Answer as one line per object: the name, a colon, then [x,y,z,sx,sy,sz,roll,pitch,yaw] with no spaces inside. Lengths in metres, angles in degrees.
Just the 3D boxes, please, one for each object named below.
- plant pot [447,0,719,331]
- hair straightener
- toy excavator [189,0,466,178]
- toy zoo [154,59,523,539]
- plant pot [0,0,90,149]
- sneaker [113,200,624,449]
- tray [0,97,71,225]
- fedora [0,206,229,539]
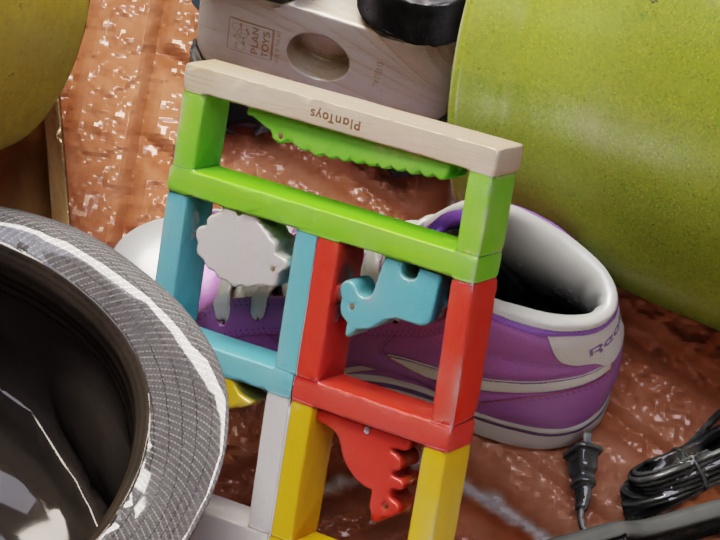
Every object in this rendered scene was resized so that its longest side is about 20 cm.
plant pot: [0.140,-0.062,1.040,0.192,0.201,0.201,11,62,18]
hair straightener: [0.106,0.086,1.031,0.199,0.041,0.077,-24,66,-13]
toy excavator: [-0.021,-0.157,1.137,0.194,0.100,0.200,17,50,7]
toy zoo: [-0.019,0.037,0.995,0.131,0.020,0.201,17,106,28]
plant pot: [-0.183,-0.107,1.017,0.142,0.200,0.201,12,56,-36]
sneaker: [0.000,-0.001,1.034,0.200,0.114,0.073,10,64,5]
tray: [-0.169,-0.073,1.110,0.098,0.037,0.201,-6,62,-4]
fedora: [-0.147,0.068,1.006,0.199,0.090,0.177,20,64,8]
